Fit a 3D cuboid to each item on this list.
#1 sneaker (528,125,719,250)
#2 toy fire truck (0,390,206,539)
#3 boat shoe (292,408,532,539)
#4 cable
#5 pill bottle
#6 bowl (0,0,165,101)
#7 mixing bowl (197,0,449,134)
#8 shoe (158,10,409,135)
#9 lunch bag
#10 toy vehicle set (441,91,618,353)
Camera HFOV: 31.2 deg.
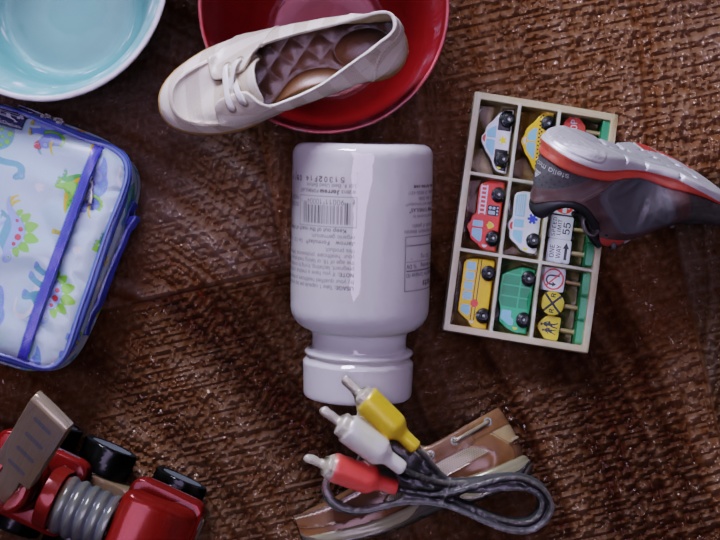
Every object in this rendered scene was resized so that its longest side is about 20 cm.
[{"bbox_3d":[0.216,-0.057,1.049,0.197,0.077,0.083,13,111,-25],"label":"sneaker"},{"bbox_3d":[-0.208,0.168,0.976,0.174,0.200,0.130,24,86,2],"label":"toy fire truck"},{"bbox_3d":[0.038,0.167,1.046,0.197,0.076,0.075,-17,80,-10],"label":"boat shoe"},{"bbox_3d":[0.050,0.165,0.982,0.198,0.050,0.098,27,87,0],"label":"cable"},{"bbox_3d":[0.000,0.000,1.029,0.112,0.114,0.203,1,96,0],"label":"pill bottle"},{"bbox_3d":[-0.248,-0.229,1.058,0.197,0.105,0.204,0,86,0],"label":"bowl"},{"bbox_3d":[-0.027,-0.203,1.054,0.197,0.108,0.204,0,86,1],"label":"mixing bowl"},{"bbox_3d":[-0.060,-0.155,0.970,0.197,0.053,0.071,-17,86,-1],"label":"shoe"},{"bbox_3d":[-0.274,-0.026,1.054,0.159,0.082,0.203,21,86,-1],"label":"lunch bag"},{"bbox_3d":[0.142,-0.040,1.081,0.122,0.027,0.203,8,85,0],"label":"toy vehicle set"}]
